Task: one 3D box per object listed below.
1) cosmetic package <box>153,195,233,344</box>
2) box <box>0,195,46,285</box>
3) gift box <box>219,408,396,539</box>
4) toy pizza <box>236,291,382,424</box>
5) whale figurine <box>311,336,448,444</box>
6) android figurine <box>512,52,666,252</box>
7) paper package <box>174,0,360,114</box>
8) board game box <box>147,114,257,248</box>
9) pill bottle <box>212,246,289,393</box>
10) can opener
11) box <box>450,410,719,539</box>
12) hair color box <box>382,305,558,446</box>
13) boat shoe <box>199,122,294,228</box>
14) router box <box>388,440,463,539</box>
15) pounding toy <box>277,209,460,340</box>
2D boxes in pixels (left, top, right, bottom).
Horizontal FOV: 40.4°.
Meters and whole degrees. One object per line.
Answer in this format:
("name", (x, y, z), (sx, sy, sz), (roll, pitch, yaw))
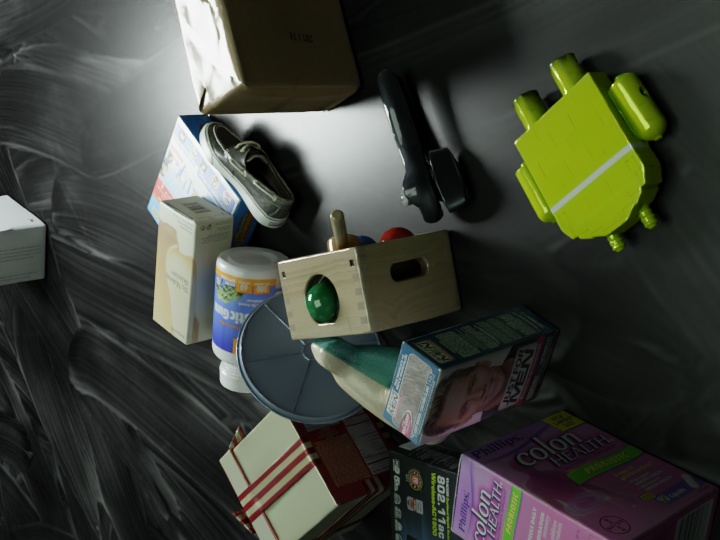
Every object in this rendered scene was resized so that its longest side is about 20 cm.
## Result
("cosmetic package", (-0.257, -0.001, 1.487), (0.105, 0.071, 0.201), (28, 119, 41))
("box", (-0.807, -0.061, 2.091), (0.200, 0.198, 0.132), (30, 120, 41))
("gift box", (-0.069, 0.266, 1.350), (0.187, 0.184, 0.201), (-48, 60, 33))
("toy pizza", (-0.066, 0.114, 1.295), (0.201, 0.199, 0.032), (57, 152, 23))
("whale figurine", (0.038, 0.128, 1.197), (0.104, 0.199, 0.159), (-56, 11, -5))
("android figurine", (0.235, -0.117, 1.007), (0.182, 0.041, 0.201), (-46, 64, 44))
("paper package", (-0.119, -0.302, 1.248), (0.103, 0.199, 0.192), (-19, 84, 48))
("board game box", (-0.247, -0.108, 1.548), (0.200, 0.056, 0.196), (52, 133, 27))
("pill bottle", (-0.164, 0.075, 1.455), (0.112, 0.112, 0.201), (24, 117, 43))
("can opener", (0.064, -0.152, 1.193), (0.063, 0.078, 0.201), (78, 170, -74))
("box", (0.227, 0.245, 1.000), (0.199, 0.175, 0.097), (23, 116, 44))
("hair color box", (0.123, 0.111, 1.068), (0.060, 0.199, 0.101), (36, 124, 38))
("boat shoe", (-0.162, -0.156, 1.436), (0.200, 0.070, 0.064), (50, 133, 18))
("router box", (0.110, 0.330, 1.240), (0.149, 0.062, 0.202), (8, 105, 46))
("pounding toy", (0.000, 0.000, 1.182), (0.183, 0.199, 0.143), (-10, 91, 49))
